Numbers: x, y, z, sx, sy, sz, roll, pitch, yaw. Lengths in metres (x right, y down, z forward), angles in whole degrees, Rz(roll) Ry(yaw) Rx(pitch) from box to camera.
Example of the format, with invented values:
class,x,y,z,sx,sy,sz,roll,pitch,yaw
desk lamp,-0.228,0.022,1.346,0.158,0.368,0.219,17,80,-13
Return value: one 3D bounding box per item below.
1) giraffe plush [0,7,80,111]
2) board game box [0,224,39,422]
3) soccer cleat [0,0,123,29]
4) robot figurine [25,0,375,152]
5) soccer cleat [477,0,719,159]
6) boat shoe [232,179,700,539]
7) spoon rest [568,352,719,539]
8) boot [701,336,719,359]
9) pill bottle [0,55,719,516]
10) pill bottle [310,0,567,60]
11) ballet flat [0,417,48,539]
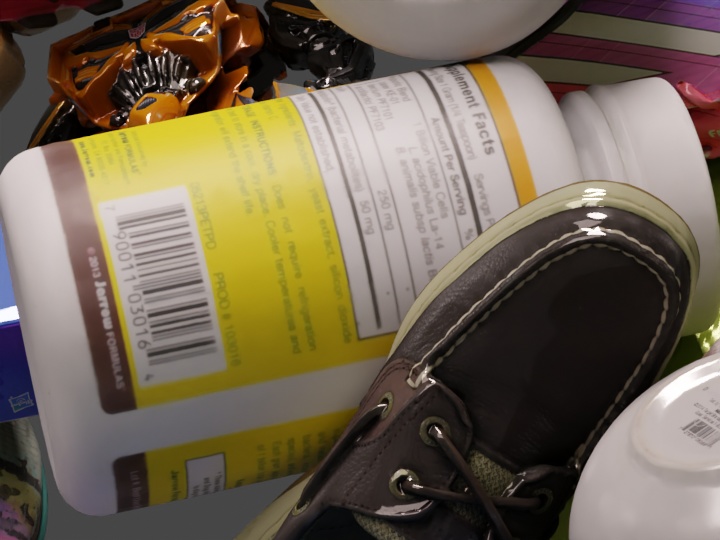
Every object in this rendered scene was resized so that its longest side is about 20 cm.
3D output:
class,x,y,z,sx,sy,sz,roll,pitch,yaw
giraffe plush,-0.192,-0.161,1.204,0.173,0.200,0.162,-54,4,6
board game box,-0.189,-0.026,0.993,0.134,0.045,0.200,-11,47,-10
soccer cleat,-0.064,-0.160,1.064,0.200,0.070,0.087,-28,72,-2
robot figurine,-0.060,-0.031,1.029,0.145,0.058,0.200,-23,39,10
soccer cleat,0.106,-0.062,0.941,0.200,0.068,0.073,-33,63,11
boat shoe,0.023,0.063,0.813,0.200,0.073,0.065,-53,15,27
spoon rest,0.118,0.072,0.718,0.099,0.061,0.200,-29,26,-10
boot,0.089,0.089,0.787,0.186,0.064,0.200,-12,44,8
pill bottle,0.000,0.000,0.879,0.199,0.110,0.109,-11,38,-8
pill bottle,0.051,-0.144,0.933,0.104,0.105,0.200,-11,19,27
ballet flat,-0.159,0.029,1.027,0.069,0.071,0.200,-30,38,4
